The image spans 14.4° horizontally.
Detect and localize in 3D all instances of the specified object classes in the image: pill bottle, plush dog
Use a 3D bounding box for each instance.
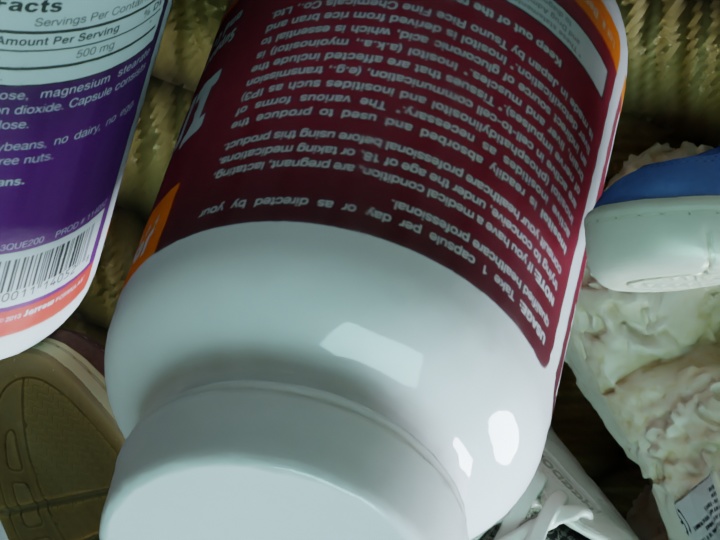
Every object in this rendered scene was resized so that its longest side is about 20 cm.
[{"bbox_3d":[-0.106,-0.076,0.749,0.112,0.112,0.200,11,130,-11],"label":"pill bottle"},{"bbox_3d":[0.171,0.046,0.857,0.172,0.160,0.200,-30,131,-8],"label":"plush dog"},{"bbox_3d":[0.000,0.000,0.738,0.113,0.200,0.113,9,138,8],"label":"pill bottle"}]

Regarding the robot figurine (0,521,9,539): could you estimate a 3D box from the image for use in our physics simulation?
[{"bbox_3d":[-0.064,0.124,0.928,0.200,0.113,0.170,35,85,-28],"label":"robot figurine"}]

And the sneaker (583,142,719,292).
[{"bbox_3d":[0.131,-0.058,0.742,0.200,0.111,0.077,-10,-179,-35],"label":"sneaker"}]

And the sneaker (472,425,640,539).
[{"bbox_3d":[0.039,0.070,0.857,0.076,0.081,0.200,-45,89,-4],"label":"sneaker"}]

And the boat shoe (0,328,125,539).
[{"bbox_3d":[-0.036,0.088,0.846,0.072,0.072,0.200,-27,109,41],"label":"boat shoe"}]
